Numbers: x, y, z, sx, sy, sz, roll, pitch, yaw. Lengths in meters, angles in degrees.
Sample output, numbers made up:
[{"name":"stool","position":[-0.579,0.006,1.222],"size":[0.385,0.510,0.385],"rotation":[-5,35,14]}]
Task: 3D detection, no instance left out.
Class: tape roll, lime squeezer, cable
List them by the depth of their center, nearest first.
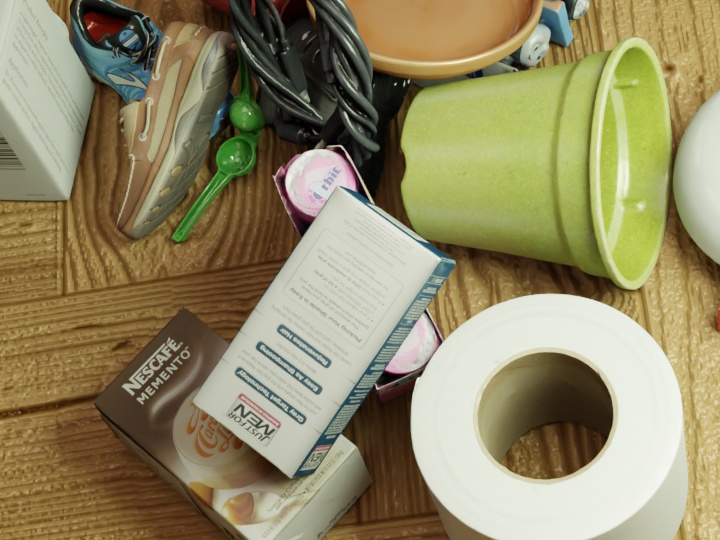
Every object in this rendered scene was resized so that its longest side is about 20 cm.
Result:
[{"name":"tape roll","position":[0.147,0.137,1.388],"size":[0.202,0.139,0.203],"rotation":[-5,62,9]},{"name":"cable","position":[-0.046,-0.174,1.480],"size":[0.051,0.200,0.163],"rotation":[-28,42,-23]},{"name":"lime squeezer","position":[-0.116,-0.122,1.606],"size":[0.038,0.071,0.200],"rotation":[39,119,41]}]

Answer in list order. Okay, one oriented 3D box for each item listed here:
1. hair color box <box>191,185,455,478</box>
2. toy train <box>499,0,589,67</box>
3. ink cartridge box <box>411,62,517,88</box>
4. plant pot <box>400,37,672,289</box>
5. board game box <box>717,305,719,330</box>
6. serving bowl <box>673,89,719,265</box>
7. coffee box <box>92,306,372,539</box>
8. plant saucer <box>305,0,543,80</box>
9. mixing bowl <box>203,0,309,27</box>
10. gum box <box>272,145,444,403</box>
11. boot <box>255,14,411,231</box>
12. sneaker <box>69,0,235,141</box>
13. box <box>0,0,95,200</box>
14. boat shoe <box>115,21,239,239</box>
[{"name":"hair color box","position":[-0.027,0.047,1.379],"size":[0.100,0.061,0.200],"rotation":[36,96,14]},{"name":"toy train","position":[0.103,-0.250,1.636],"size":[0.200,0.087,0.114],"rotation":[26,80,21]},{"name":"ink cartridge box","position":[0.063,-0.195,1.605],"size":[0.200,0.095,0.037],"rotation":[28,69,24]},{"name":"plant pot","position":[0.139,-0.087,1.494],"size":[0.184,0.200,0.201],"rotation":[1,62,26]},{"name":"board game box","position":[0.397,-0.017,1.470],"size":[0.153,0.040,0.200],"rotation":[20,68,21]},{"name":"serving bowl","position":[0.349,-0.088,1.458],"size":[0.200,0.066,0.200],"rotation":[-6,62,10]},{"name":"coffee box","position":[-0.104,0.139,1.473],"size":[0.200,0.080,0.114],"rotation":[36,75,26]},{"name":"plant saucer","position":[0.053,-0.224,1.539],"size":[0.200,0.037,0.200],"rotation":[0,45,0]},{"name":"mixing bowl","position":[-0.066,-0.291,1.644],"size":[0.200,0.200,0.108],"rotation":[-38,79,-9]},{"name":"gum box","position":[0.000,0.000,1.471],"size":[0.066,0.114,0.200],"rotation":[-26,80,-2]},{"name":"boot","position":[-0.041,-0.123,1.614],"size":[0.132,0.070,0.200],"rotation":[16,76,36]},{"name":"sneaker","position":[-0.197,-0.185,1.658],"size":[0.200,0.090,0.078],"rotation":[34,74,21]},{"name":"box","position":[-0.367,-0.166,1.623],"size":[0.200,0.199,0.131],"rotation":[2,62,13]},{"name":"boat shoe","position":[-0.173,-0.125,1.600],"size":[0.072,0.076,0.200],"rotation":[26,99,12]}]
